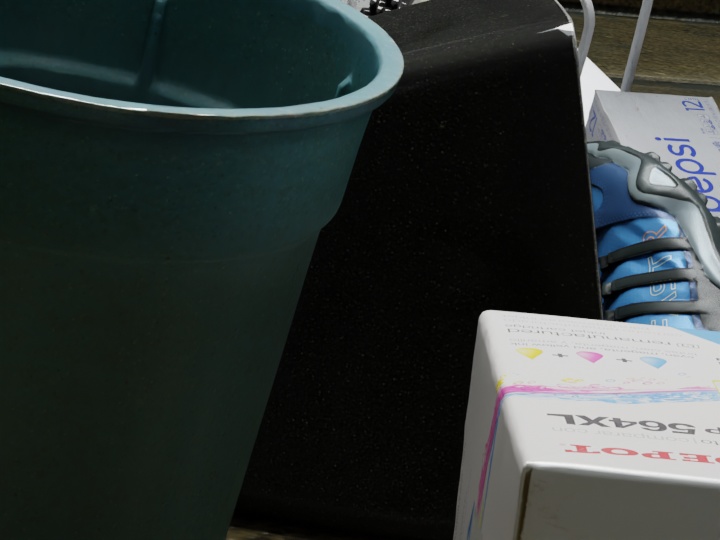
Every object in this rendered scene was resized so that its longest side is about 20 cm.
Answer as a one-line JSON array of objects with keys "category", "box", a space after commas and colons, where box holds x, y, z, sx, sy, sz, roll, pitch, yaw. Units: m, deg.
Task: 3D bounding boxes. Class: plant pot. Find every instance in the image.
[{"category": "plant pot", "box": [-0.103, 0.006, 0.786, 0.200, 0.197, 0.200, 11, 19, -4]}, {"category": "plant pot", "box": [0.000, 0.000, 0.980, 0.177, 0.201, 0.200, -7, 12, 2]}]

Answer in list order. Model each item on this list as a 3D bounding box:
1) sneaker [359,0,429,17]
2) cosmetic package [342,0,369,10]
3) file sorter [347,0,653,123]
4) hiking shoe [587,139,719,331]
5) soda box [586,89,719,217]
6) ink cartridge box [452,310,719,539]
[{"category": "sneaker", "box": [0.029, -0.036, 1.116, 0.093, 0.200, 0.070, 9, 19, -15]}, {"category": "cosmetic package", "box": [-0.038, -0.118, 1.455, 0.167, 0.201, 0.166, 1, 11, -18]}, {"category": "file sorter", "box": [0.035, -0.119, 1.269, 0.200, 0.125, 0.139, -28, 60, -26]}, {"category": "hiking shoe", "box": [0.125, 0.012, 1.074, 0.087, 0.074, 0.200, -32, 44, -14]}, {"category": "soda box", "box": [0.163, -0.011, 1.215, 0.068, 0.064, 0.200, 2, 35, -14]}, {"category": "ink cartridge box", "box": [0.093, 0.097, 0.671, 0.128, 0.126, 0.200, 5, 11, -2]}]
